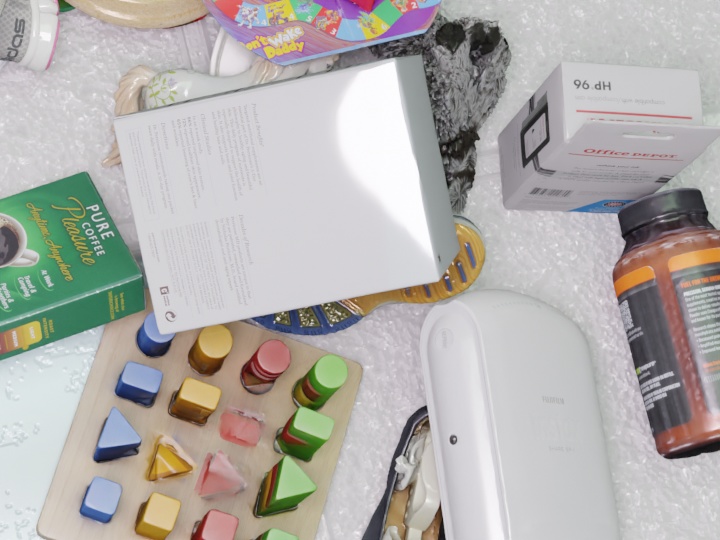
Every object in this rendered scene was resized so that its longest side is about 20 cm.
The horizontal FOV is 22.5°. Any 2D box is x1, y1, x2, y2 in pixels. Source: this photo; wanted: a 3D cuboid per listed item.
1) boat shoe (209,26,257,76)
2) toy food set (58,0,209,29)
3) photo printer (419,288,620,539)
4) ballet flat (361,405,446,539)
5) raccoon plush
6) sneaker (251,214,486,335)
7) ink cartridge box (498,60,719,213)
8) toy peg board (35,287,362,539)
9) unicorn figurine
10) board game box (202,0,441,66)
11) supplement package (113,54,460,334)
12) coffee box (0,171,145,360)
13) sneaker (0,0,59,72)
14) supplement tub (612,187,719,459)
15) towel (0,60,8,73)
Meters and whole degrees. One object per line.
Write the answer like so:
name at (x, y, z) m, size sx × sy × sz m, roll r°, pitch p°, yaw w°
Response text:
boat shoe at (-0.061, -0.218, 1.445) m, size 0.073 × 0.060 × 0.201 m, roll 28°, pitch 84°, yaw -15°
toy food set at (-0.177, -0.281, 1.439) m, size 0.196 × 0.049 × 0.202 m, roll 12°, pitch 70°, yaw -8°
photo printer at (0.119, 0.114, 1.356) m, size 0.166 × 0.069 × 0.202 m, roll 11°, pitch 67°, yaw -50°
ballet flat at (0.040, 0.192, 1.350) m, size 0.072 × 0.073 × 0.202 m, roll 18°, pitch 71°, yaw -8°
raccoon plush at (0.030, -0.141, 1.443) m, size 0.133 × 0.096 × 0.202 m, roll 19°, pitch 92°, yaw 33°
sneaker at (0.000, 0.000, 1.396) m, size 0.198 × 0.088 × 0.076 m, roll -7°, pitch 102°, yaw 8°
ink cartridge box at (0.191, -0.107, 1.402) m, size 0.115 × 0.200 × 0.069 m, roll 2°, pitch 74°, yaw -14°
toy peg board at (-0.108, 0.122, 1.318) m, size 0.198 × 0.098 × 0.202 m, roll 20°, pitch 70°, yaw -8°
unicorn figurine at (-0.094, -0.118, 1.377) m, size 0.198 × 0.074 × 0.139 m, roll 4°, pitch 99°, yaw -10°
board game box at (-0.028, -0.243, 1.369) m, size 0.198 × 0.039 × 0.159 m, roll -15°, pitch 69°, yaw -17°
supplement package at (-0.046, -0.057, 1.273) m, size 0.198 × 0.151 × 0.153 m, roll -11°, pitch 96°, yaw 10°
coffee box at (-0.267, 0.009, 1.313) m, size 0.199 × 0.044 × 0.123 m, roll -21°, pitch 51°, yaw -19°
sneaker at (-0.290, -0.240, 1.367) m, size 0.087 × 0.074 × 0.201 m, roll -2°, pitch 63°, yaw -36°
supplement tub at (0.261, 0.040, 1.428) m, size 0.106 × 0.107 × 0.202 m, roll -9°, pitch 78°, yaw -16°
towel at (-0.363, -0.196, 1.384) m, size 0.199 × 0.024 × 0.147 m, roll 37°, pitch 69°, yaw -1°
